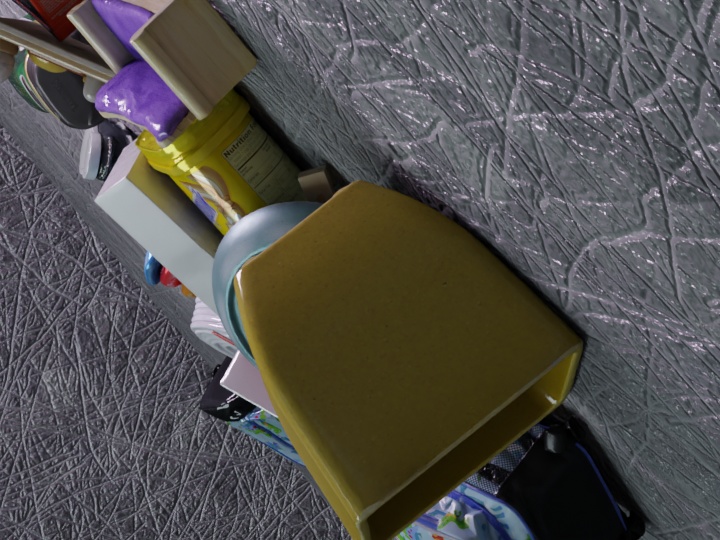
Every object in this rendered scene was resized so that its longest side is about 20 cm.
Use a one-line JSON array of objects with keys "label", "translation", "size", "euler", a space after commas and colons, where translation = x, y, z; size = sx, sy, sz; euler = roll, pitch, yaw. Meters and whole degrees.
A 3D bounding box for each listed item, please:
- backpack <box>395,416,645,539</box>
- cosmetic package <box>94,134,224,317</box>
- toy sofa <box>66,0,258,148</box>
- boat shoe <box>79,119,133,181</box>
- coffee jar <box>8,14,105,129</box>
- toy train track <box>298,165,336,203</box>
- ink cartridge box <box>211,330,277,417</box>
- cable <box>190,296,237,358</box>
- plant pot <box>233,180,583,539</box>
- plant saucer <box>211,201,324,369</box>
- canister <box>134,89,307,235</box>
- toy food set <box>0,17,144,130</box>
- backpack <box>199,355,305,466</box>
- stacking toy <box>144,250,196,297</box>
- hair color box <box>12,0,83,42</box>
[{"label": "backpack", "translation": [0.098, 0.183, 1.687], "size": [0.200, 0.147, 0.183], "euler": [29, 161, 46]}, {"label": "cosmetic package", "translation": [-0.137, -0.027, 1.821], "size": [0.051, 0.083, 0.200], "euler": [-32, 112, 36]}, {"label": "toy sofa", "translation": [-0.167, -0.169, 1.605], "size": [0.083, 0.098, 0.200], "euler": [50, 171, -24]}, {"label": "boat shoe", "translation": [-0.294, -0.138, 2.426], "size": [0.060, 0.076, 0.200], "euler": [10, -164, -11]}, {"label": "coffee jar", "translation": [-0.305, -0.205, 2.124], "size": [0.104, 0.085, 0.200], "euler": [54, 170, -22]}, {"label": "toy train track", "translation": [0.000, 0.000, 1.679], "size": [0.033, 0.114, 0.201], "euler": [-73, -36, -58]}, {"label": "ink cartridge box", "translation": [-0.036, 0.129, 1.859], "size": [0.199, 0.045, 0.176], "euler": [28, 178, 19]}, {"label": "cable", "translation": [-0.071, 0.065, 2.023], "size": [0.199, 0.070, 0.200], "euler": [18, 169, 3]}, {"label": "plant pot", "translation": [0.017, 0.055, 1.467], "size": [0.200, 0.194, 0.196], "euler": [51, 172, 14]}, {"label": "plant saucer", "translation": [-0.030, 0.035, 1.662], "size": [0.199, 0.027, 0.201], "euler": [11, 129, 13]}, {"label": "canister", "translation": [-0.086, -0.059, 1.747], "size": [0.200, 0.087, 0.148], "euler": [48, 172, -16]}, {"label": "toy food set", "translation": [-0.267, -0.174, 1.882], "size": [0.199, 0.061, 0.143], "euler": [24, -173, 6]}, {"label": "backpack", "translation": [-0.039, 0.137, 2.185], "size": [0.200, 0.164, 0.153], "euler": [45, 159, -31]}, {"label": "stacking toy", "translation": [-0.130, 0.007, 2.264], "size": [0.199, 0.116, 0.110], "euler": [32, 170, 4]}, {"label": "hair color box", "translation": [-0.311, -0.301, 1.813], "size": [0.101, 0.061, 0.200], "euler": [39, 168, 42]}]
